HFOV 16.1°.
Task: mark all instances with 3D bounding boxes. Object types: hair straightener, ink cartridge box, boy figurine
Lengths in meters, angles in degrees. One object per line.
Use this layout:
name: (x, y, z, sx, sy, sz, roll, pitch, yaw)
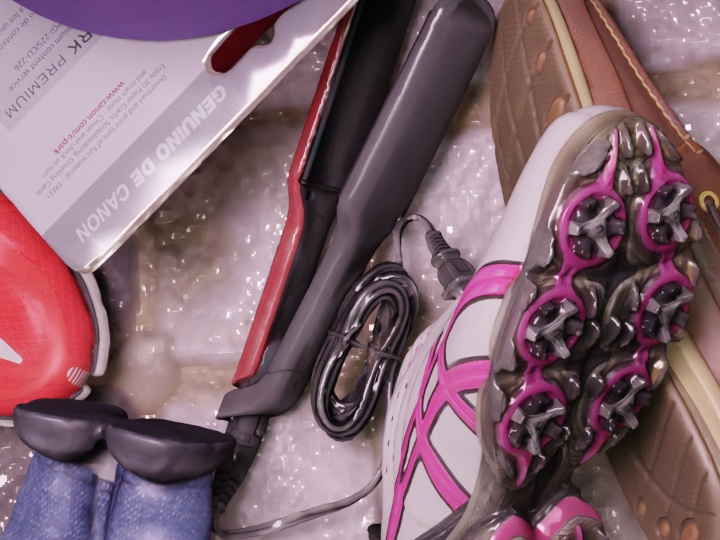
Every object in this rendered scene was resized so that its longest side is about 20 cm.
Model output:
hair straightener: (0.000, 0.000, 0.845, 0.077, 0.041, 0.201, 24, 92, 33)
ink cartridge box: (-0.068, -0.119, 0.857, 0.200, 0.084, 0.176, -44, 74, 6)
boy figurine: (-0.099, 0.144, 0.837, 0.123, 0.064, 0.202, 14, 93, 15)

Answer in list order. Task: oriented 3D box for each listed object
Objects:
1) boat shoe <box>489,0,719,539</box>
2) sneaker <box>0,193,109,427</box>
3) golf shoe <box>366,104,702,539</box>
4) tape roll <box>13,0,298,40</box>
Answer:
boat shoe: (0.099, -0.003, 0.826, 0.067, 0.072, 0.201, -13, 71, -22)
sneaker: (-0.168, -0.025, 0.874, 0.077, 0.085, 0.200, -45, 77, 6)
golf shoe: (0.041, 0.034, 0.783, 0.092, 0.072, 0.201, 42, 128, 42)
tape roll: (-0.070, -0.177, 0.778, 0.198, 0.085, 0.202, -2, 82, 14)
